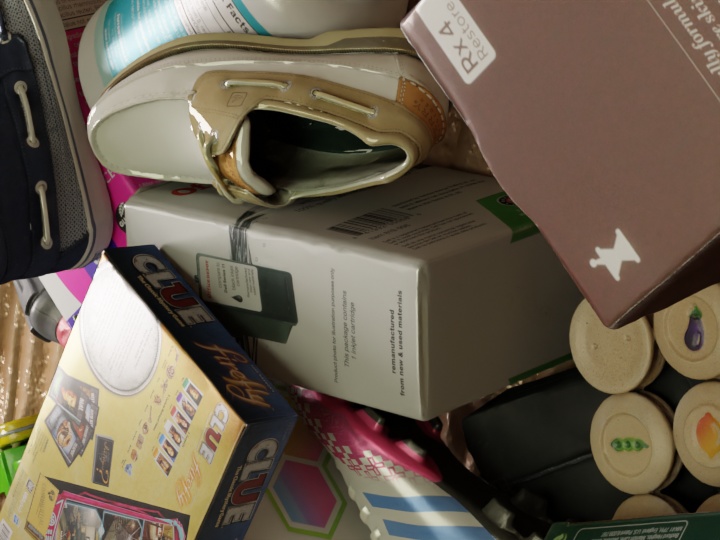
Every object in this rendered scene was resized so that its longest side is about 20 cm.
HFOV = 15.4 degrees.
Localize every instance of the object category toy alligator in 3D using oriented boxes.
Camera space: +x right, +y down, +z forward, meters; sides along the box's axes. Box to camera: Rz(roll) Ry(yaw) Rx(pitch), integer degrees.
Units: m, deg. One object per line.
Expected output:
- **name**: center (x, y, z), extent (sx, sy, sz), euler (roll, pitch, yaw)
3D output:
- **toy alligator**: center (-0.192, 0.119, 1.603), extent (0.200, 0.054, 0.059), euler (151, 104, -74)

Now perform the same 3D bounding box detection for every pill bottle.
- **pill bottle**: center (-0.050, -0.136, 1.368), extent (0.200, 0.111, 0.111), euler (-34, 81, 42)

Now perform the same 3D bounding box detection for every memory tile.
- **memory tile**: center (0.182, 0.075, 1.212), extent (0.200, 0.017, 0.154), euler (-6, 93, 45)

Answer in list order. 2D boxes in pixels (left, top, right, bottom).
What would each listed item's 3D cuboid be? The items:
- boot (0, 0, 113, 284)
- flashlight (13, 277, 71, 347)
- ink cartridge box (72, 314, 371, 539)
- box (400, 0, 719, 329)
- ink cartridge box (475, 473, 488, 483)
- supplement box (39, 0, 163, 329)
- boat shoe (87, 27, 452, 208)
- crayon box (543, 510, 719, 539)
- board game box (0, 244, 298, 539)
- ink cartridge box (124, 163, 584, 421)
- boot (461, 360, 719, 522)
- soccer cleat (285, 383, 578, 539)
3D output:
- **boot**: center (-0.200, -0.090, 1.392), extent (0.073, 0.090, 0.200), euler (-24, 87, 41)
- **flashlight**: center (-0.148, 0.059, 1.484), extent (0.200, 0.068, 0.068), euler (57, 170, 46)
- **ink cartridge box**: center (-0.063, 0.096, 1.381), extent (0.059, 0.104, 0.200), euler (-39, 67, 42)
- **box**: center (0.163, -0.104, 1.129), extent (0.164, 0.200, 0.166), euler (-44, 74, 40)
- **ink cartridge box**: center (0.043, 0.190, 1.412), extent (0.116, 0.067, 0.200), euler (-46, 66, 40)
- **supplement box**: center (-0.151, -0.081, 1.482), extent (0.101, 0.103, 0.200), euler (-45, 72, 40)
- **boat shoe**: center (-0.052, -0.071, 1.302), extent (0.200, 0.068, 0.075), euler (-9, 131, 27)
- **crayon box**: center (0.180, 0.196, 1.237), extent (0.126, 0.052, 0.200), euler (-12, 129, 49)
- **board game box**: center (-0.113, 0.107, 1.334), extent (0.136, 0.035, 0.200), euler (48, 128, 33)
- **ink cartridge box**: center (0.000, 0.000, 1.344), extent (0.200, 0.147, 0.083), euler (14, 113, 39)
- **boot**: center (0.153, 0.117, 1.299), extent (0.200, 0.066, 0.165), euler (-21, 81, 40)
- **soccer cleat**: center (0.024, 0.120, 1.337), extent (0.200, 0.070, 0.086), euler (39, 113, 28)
